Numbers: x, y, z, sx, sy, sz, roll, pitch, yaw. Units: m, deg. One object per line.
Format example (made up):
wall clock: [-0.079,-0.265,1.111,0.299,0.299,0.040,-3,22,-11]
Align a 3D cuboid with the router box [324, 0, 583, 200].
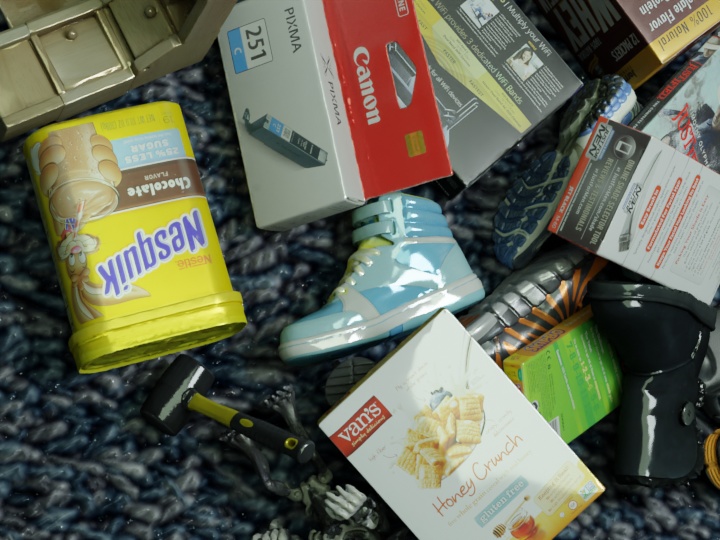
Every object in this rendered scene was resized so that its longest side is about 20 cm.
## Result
router box: [0.079,-0.190,1.795,0.157,0.052,0.200,-40,89,-20]

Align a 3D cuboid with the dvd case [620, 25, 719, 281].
dvd case: [0.290,-0.106,1.799,0.200,0.022,0.146,-46,137,-20]

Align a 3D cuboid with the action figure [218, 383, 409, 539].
action figure: [-0.039,0.202,1.644,0.119,0.102,0.201,-36,85,16]

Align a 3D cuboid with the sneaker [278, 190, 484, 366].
sneaker: [0.000,0.000,1.720,0.199,0.079,0.131,-19,85,-28]

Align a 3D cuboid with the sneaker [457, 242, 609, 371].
sneaker: [0.164,0.057,1.758,0.200,0.078,0.112,-36,99,-19]

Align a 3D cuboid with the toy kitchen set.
toy kitchen set: [-0.236,-0.241,1.655,0.199,0.180,0.164,-25,84,-23]

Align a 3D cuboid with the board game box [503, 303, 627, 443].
board game box: [0.191,0.087,1.715,0.200,0.030,0.096,-27,116,-44]

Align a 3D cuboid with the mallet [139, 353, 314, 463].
mallet: [-0.111,0.128,1.612,0.066,0.200,0.041,-50,129,-9]

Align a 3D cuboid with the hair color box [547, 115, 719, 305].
hair color box: [0.259,-0.050,1.734,0.200,0.064,0.111,22,95,-51]

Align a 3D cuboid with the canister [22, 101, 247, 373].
canister: [-0.193,-0.030,1.671,0.148,0.087,0.201,-14,80,-18]

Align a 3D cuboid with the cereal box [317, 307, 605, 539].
cereal box: [0.081,0.150,1.612,0.144,0.040,0.200,-43,93,-2]

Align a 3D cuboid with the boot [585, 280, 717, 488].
boot: [0.248,0.102,1.707,0.076,0.200,0.169,3,82,31]

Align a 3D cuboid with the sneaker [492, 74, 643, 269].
sneaker: [0.200,-0.075,1.788,0.085,0.077,0.200,40,84,-25]

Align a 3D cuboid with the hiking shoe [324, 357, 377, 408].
hiking shoe: [0.048,0.149,1.682,0.076,0.101,0.200,-38,94,2]

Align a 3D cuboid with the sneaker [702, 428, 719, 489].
sneaker: [0.405,0.161,1.780,0.199,0.077,0.079,-7,76,-30]

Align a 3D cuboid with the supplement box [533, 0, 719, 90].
supplement box: [0.264,-0.300,1.826,0.197,0.133,0.200,-36,88,-19]

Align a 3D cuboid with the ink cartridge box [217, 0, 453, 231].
ink cartridge box: [-0.027,-0.154,1.712,0.175,0.045,0.201,-17,80,24]

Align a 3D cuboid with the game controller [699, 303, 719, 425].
game controller: [0.383,0.062,1.831,0.199,0.042,0.105,-26,71,-19]
